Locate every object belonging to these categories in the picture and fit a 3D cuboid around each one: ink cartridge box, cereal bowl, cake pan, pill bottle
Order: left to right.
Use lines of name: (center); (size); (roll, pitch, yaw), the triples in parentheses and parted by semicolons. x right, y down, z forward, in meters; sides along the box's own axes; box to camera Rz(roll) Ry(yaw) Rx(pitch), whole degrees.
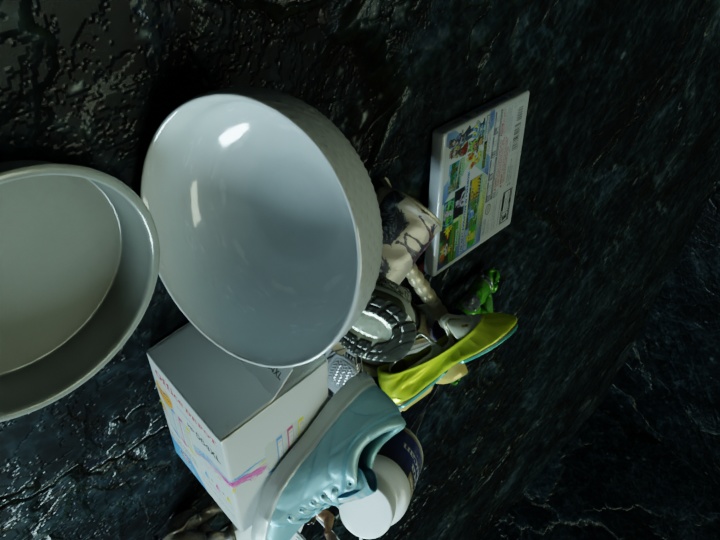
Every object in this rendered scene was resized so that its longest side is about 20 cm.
cake pan: (-0.231, 0.013, 0.460); (0.199, 0.036, 0.203); (-37, 147, -28)
ink cartridge box: (-0.115, 0.128, 0.665); (0.124, 0.128, 0.203); (-34, 145, -30)
cereal bowl: (-0.066, -0.036, 0.505); (0.083, 0.197, 0.204); (-39, 152, -54)
pill bottle: (0.031, 0.326, 1.053); (0.113, 0.109, 0.200); (-61, 172, 16)

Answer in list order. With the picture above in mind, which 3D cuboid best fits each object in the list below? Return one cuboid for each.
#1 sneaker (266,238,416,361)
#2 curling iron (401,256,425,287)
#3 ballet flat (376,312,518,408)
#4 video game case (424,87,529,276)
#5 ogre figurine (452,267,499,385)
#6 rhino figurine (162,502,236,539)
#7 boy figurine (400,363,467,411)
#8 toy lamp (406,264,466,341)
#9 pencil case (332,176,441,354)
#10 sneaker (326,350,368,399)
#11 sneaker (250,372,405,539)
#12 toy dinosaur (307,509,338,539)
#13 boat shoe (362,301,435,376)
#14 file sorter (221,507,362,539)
sneaker: (-0.035, 0.008, 0.617); (0.078, 0.197, 0.089); (-61, 178, 27)
curling iron: (0.066, -0.002, 0.905); (0.199, 0.025, 0.050); (-39, 139, -25)
ballet flat: (0.105, 0.097, 0.857); (0.198, 0.068, 0.067); (-34, -172, 4)
video game case: (0.151, -0.116, 0.886); (0.181, 0.022, 0.204); (-32, 136, -35)
ogre figurine: (0.169, 0.098, 1.096); (0.201, 0.098, 0.119); (-51, 165, 19)
rhino figurine: (-0.197, 0.360, 0.855); (0.085, 0.060, 0.203); (-12, 138, -16)
boy figurine: (0.078, 0.181, 1.024); (0.199, 0.065, 0.124); (-42, 175, 17)
toy lamp: (0.094, 0.043, 0.886); (0.058, 0.058, 0.200); (-47, 128, -8)
pencil case: (0.000, 0.000, 0.753); (0.202, 0.089, 0.078); (-53, -174, -1)
sneaker: (-0.017, 0.156, 0.853); (0.114, 0.073, 0.206); (-14, 109, -65)
sneaker: (-0.030, 0.203, 0.654); (0.202, 0.081, 0.074); (-57, 151, 5)
toy dinosaur: (-0.063, 0.266, 0.891); (0.200, 0.084, 0.138); (-46, 116, -45)
boat shoe: (0.065, 0.079, 0.939); (0.198, 0.074, 0.070); (-25, 137, -51)
file sorter: (-0.112, 0.429, 0.999); (0.198, 0.124, 0.141); (-14, 133, -49)
